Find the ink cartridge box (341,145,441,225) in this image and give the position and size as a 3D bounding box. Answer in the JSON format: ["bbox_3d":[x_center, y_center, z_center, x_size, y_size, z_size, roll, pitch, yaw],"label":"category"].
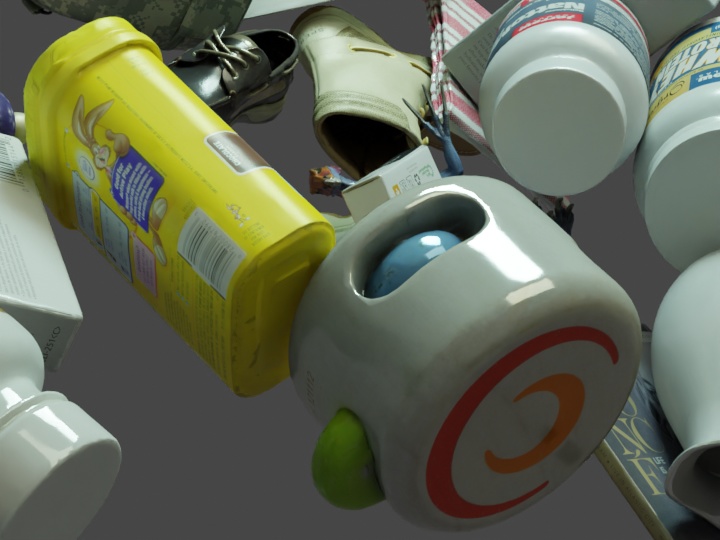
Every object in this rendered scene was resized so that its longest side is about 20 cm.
[{"bbox_3d":[0.057,0.022,1.374,0.200,0.037,0.095,64,25,-5],"label":"ink cartridge box"}]

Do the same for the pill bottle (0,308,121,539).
[{"bbox_3d":[-0.213,0.054,0.984,0.200,0.114,0.114,37,25,18],"label":"pill bottle"}]

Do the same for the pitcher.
[{"bbox_3d":[0.265,0.096,1.392,0.172,0.121,0.200,49,31,-31],"label":"pitcher"}]

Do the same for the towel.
[{"bbox_3d":[0.110,-0.141,1.713,0.146,0.030,0.200,36,32,-27],"label":"towel"}]

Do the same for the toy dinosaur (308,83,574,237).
[{"bbox_3d":[0.053,-0.029,1.527,0.181,0.200,0.105,-1,15,29],"label":"toy dinosaur"}]

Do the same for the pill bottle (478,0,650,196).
[{"bbox_3d":[0.145,-0.125,1.490,0.119,0.120,0.200,28,21,-3],"label":"pill bottle"}]

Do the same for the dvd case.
[{"bbox_3d":[0.199,0.111,1.408,0.149,0.016,0.200,4,44,-47],"label":"dvd case"}]

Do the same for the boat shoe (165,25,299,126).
[{"bbox_3d":[-0.107,-0.147,1.563,0.074,0.073,0.200,33,24,11],"label":"boat shoe"}]

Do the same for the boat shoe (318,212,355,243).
[{"bbox_3d":[0.000,0.000,1.403,0.066,0.074,0.200,52,30,16],"label":"boat shoe"}]

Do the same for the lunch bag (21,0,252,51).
[{"bbox_3d":[-0.161,-0.277,1.612,0.168,0.200,0.139,0,36,-50],"label":"lunch bag"}]

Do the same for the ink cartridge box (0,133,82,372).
[{"bbox_3d":[-0.261,-0.033,1.194,0.176,0.045,0.200,16,26,-29],"label":"ink cartridge box"}]

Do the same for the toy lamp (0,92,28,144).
[{"bbox_3d":[-0.173,-0.090,1.400,0.200,0.058,0.058,1,35,-44],"label":"toy lamp"}]

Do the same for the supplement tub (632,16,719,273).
[{"bbox_3d":[0.271,-0.087,1.514,0.145,0.145,0.200,27,29,-3],"label":"supplement tub"}]

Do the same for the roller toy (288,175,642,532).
[{"bbox_3d":[0.058,0.045,1.221,0.200,0.183,0.140,4,33,-44],"label":"roller toy"}]

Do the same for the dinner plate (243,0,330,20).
[{"bbox_3d":[-0.019,-0.235,1.745,0.200,0.024,0.200,-14,7,2],"label":"dinner plate"}]

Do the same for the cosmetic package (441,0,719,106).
[{"bbox_3d":[0.172,-0.190,1.619,0.101,0.200,0.071,52,29,-3],"label":"cosmetic package"}]

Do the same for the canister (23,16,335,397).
[{"bbox_3d":[-0.106,-0.035,1.254,0.087,0.149,0.200,-32,60,-25],"label":"canister"}]

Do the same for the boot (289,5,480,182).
[{"bbox_3d":[0.037,-0.116,1.668,0.200,0.073,0.156,30,27,-28],"label":"boot"}]
